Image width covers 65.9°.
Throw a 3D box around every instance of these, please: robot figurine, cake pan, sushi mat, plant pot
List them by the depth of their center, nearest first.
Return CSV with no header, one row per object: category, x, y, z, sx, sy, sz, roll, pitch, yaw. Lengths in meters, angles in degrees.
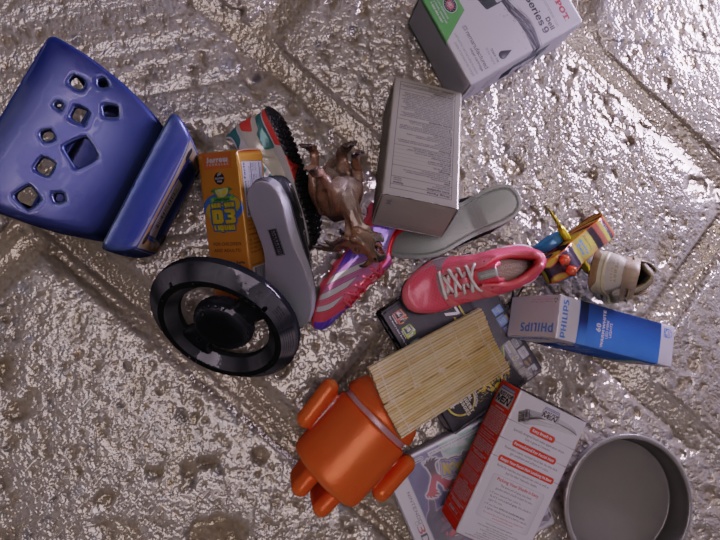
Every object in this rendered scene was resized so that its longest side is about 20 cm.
plant pot,-0.311,-0.123,0.682,0.179,0.200,0.202,27,83,-10
sushi mat,0.106,0.128,0.725,0.199,0.012,0.096,-23,89,-28
robot figurine,-0.004,0.225,0.735,0.200,0.117,0.144,-46,58,-7
cake pan,0.384,0.338,0.813,0.198,0.037,0.203,0,87,-7

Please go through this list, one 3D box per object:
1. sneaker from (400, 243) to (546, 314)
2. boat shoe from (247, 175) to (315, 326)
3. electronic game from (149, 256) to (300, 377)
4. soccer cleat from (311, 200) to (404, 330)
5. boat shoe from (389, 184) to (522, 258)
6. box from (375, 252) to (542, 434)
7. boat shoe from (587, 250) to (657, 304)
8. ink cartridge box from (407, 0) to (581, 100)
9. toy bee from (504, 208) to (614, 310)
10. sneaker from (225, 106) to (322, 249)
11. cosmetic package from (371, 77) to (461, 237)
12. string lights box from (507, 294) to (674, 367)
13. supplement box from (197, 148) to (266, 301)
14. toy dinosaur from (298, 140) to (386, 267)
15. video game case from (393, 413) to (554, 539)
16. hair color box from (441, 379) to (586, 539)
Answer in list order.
sneaker,0.147,0.004,0.726,0.198,0.087,0.075,-17,86,1
boat shoe,-0.092,-0.026,0.723,0.068,0.057,0.202,-2,110,23
electronic game,-0.172,0.065,0.705,0.198,0.201,0.042,25,41,-4
soccer cleat,0.000,0.000,0.764,0.076,0.067,0.201,29,88,10
boat shoe,0.132,-0.063,0.793,0.198,0.060,0.076,-14,84,13
box,0.139,0.101,0.793,0.160,0.049,0.201,-31,91,-11
boat shoe,0.368,0.013,0.762,0.064,0.199,0.073,11,89,35
ink cartridge box,0.193,-0.362,0.809,0.199,0.084,0.147,-31,91,-8
toy bee,0.295,-0.012,0.789,0.130,0.109,0.201,35,83,-5
sneaker,-0.123,-0.117,0.775,0.093,0.070,0.202,-18,96,17
cosmetic package,0.078,-0.155,0.752,0.102,0.073,0.202,12,62,-6
string lights box,0.316,0.085,0.764,0.198,0.103,0.060,15,80,-20
supplement box,-0.160,-0.055,0.728,0.066,0.069,0.202,-1,99,22
toy dinosaur,-0.034,-0.092,0.736,0.085,0.200,0.137,-10,119,-10
video game case,0.155,0.319,0.794,0.198,0.023,0.184,-24,90,-8
hair color box,0.205,0.266,0.750,0.110,0.064,0.202,27,89,-11
